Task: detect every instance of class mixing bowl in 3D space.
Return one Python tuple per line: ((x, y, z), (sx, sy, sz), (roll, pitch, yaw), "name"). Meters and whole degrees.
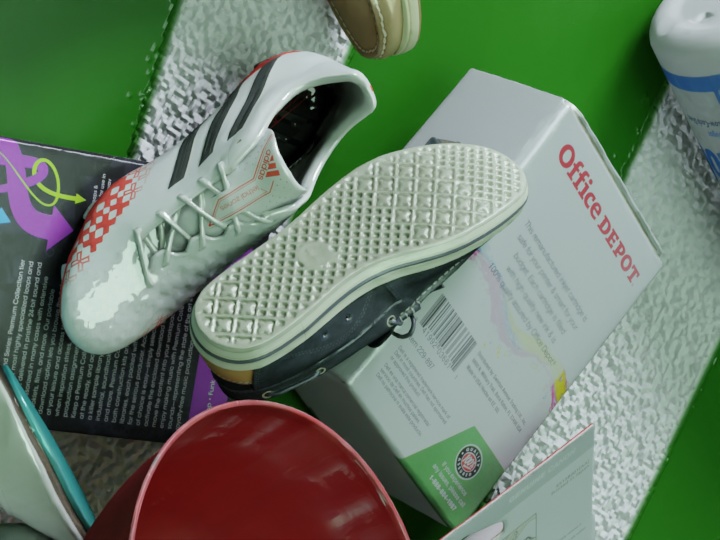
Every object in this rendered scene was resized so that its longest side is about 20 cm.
((-0.070, 0.173, 1.196), (0.199, 0.108, 0.202), (25, 55, -41), "mixing bowl")

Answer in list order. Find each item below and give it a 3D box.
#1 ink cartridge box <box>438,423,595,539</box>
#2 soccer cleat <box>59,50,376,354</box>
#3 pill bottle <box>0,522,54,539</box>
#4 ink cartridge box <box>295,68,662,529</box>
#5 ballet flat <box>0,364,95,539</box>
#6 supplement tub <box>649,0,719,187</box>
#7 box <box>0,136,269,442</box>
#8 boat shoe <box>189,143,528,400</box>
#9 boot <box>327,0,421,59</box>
((0.046, 0.179, 1.374), (0.199, 0.043, 0.174), (-35, 143, -23), "ink cartridge box")
((-0.072, -0.036, 1.252), (0.200, 0.085, 0.069), (-46, 117, -20), "soccer cleat")
((-0.162, 0.197, 1.252), (0.200, 0.111, 0.111), (42, 75, -30), "pill bottle")
((0.058, 0.015, 1.364), (0.200, 0.087, 0.146), (-50, 133, -15), "ink cartridge box")
((-0.193, 0.056, 1.209), (0.069, 0.069, 0.201), (-31, 108, -25), "ballet flat")
((0.264, -0.086, 1.469), (0.132, 0.132, 0.201), (-39, 114, -21), "supplement tub")
((-0.144, 0.010, 1.283), (0.199, 0.036, 0.144), (9, 91, -34), "box")
((0.000, 0.000, 1.260), (0.199, 0.075, 0.063), (-34, 147, -23), "boat shoe")
((-0.065, -0.174, 1.285), (0.154, 0.072, 0.201), (-33, 108, -25), "boot")
